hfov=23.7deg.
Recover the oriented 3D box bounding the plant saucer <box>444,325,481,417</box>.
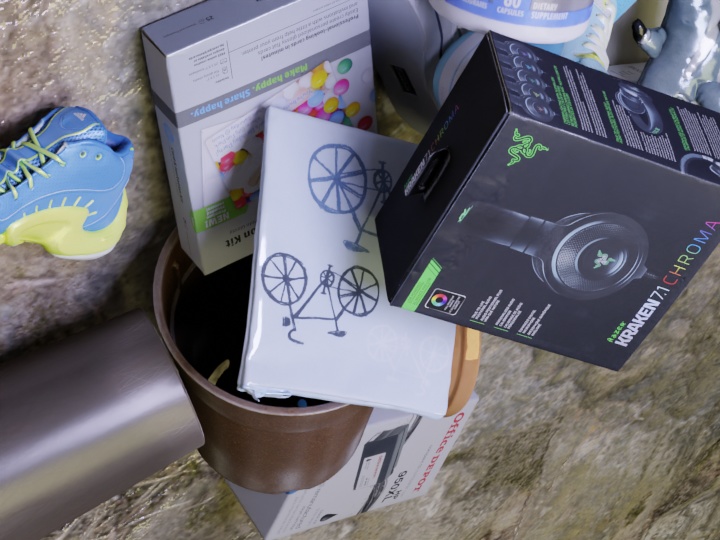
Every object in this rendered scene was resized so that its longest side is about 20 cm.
[{"bbox_3d":[0.037,0.019,1.354,0.037,0.201,0.201,-10,141,-21],"label":"plant saucer"}]

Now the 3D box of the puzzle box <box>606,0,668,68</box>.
[{"bbox_3d":[0.233,-0.143,1.446,0.132,0.025,0.202,-14,121,-35],"label":"puzzle box"}]

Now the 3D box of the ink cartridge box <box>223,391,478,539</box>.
[{"bbox_3d":[-0.007,0.155,1.593,0.199,0.084,0.145,-10,140,-39],"label":"ink cartridge box"}]

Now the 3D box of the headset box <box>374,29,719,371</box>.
[{"bbox_3d":[0.125,-0.044,1.147,0.199,0.093,0.175,17,127,-21],"label":"headset box"}]

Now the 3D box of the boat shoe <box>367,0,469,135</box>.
[{"bbox_3d":[0.047,-0.175,1.246,0.070,0.071,0.200,-57,150,-17],"label":"boat shoe"}]

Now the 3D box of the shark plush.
[{"bbox_3d":[0.244,-0.176,1.308,0.083,0.091,0.201,-7,126,-18],"label":"shark plush"}]

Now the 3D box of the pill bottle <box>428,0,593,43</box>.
[{"bbox_3d":[0.114,-0.260,1.115,0.113,0.114,0.201,-12,124,-37],"label":"pill bottle"}]

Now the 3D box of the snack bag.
[{"bbox_3d":[0.000,0.000,1.201,0.187,0.202,0.021,11,170,-37],"label":"snack bag"}]

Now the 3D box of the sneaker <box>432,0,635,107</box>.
[{"bbox_3d":[0.163,-0.149,1.227,0.200,0.130,0.080,-39,145,-18],"label":"sneaker"}]

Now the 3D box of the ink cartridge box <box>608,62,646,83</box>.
[{"bbox_3d":[0.230,-0.089,1.419,0.199,0.050,0.163,-9,118,-32],"label":"ink cartridge box"}]

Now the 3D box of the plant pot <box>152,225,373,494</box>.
[{"bbox_3d":[-0.060,0.064,1.333,0.199,0.201,0.199,-26,155,-19],"label":"plant pot"}]

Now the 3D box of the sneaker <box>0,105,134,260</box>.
[{"bbox_3d":[-0.224,-0.063,1.106,0.199,0.076,0.106,-3,123,-54],"label":"sneaker"}]

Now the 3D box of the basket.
[{"bbox_3d":[-0.225,0.120,1.246,0.199,0.137,0.180,-26,174,-13],"label":"basket"}]

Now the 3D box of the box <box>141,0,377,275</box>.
[{"bbox_3d":[-0.064,-0.108,1.204,0.155,0.041,0.201,-25,139,-20],"label":"box"}]
